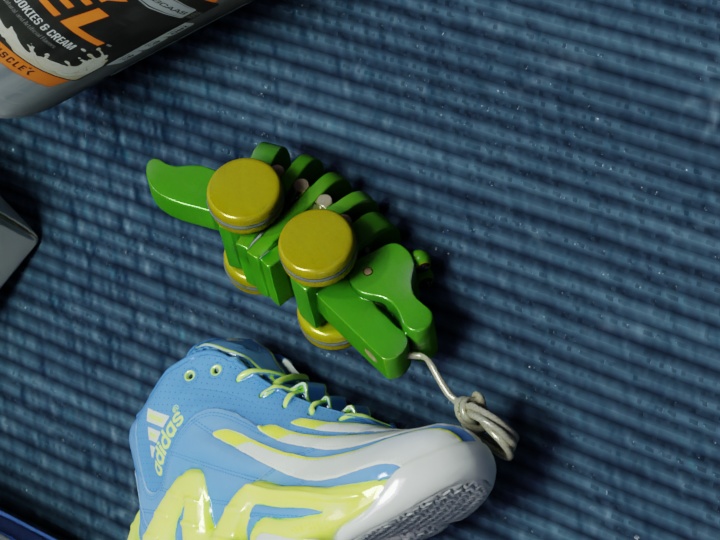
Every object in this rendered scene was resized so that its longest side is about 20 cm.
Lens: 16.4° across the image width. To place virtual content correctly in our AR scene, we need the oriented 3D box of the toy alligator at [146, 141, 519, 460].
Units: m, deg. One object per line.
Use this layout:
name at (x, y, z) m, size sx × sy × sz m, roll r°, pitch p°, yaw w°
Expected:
toy alligator at (0.000, 0.000, 0.977) m, size 0.200 × 0.059 × 0.054 m, roll 35°, pitch 69°, yaw 26°

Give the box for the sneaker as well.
sneaker at (-0.034, 0.068, 0.983) m, size 0.199 × 0.075 × 0.106 m, roll -24°, pitch 74°, yaw 42°

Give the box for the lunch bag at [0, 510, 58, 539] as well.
lunch bag at (-0.192, 0.171, 1.065) m, size 0.199 × 0.132 × 0.136 m, roll 26°, pitch 105°, yaw 11°

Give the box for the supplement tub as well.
supplement tub at (-0.097, -0.149, 1.002) m, size 0.199 × 0.122 × 0.123 m, roll -24°, pitch 77°, yaw 37°

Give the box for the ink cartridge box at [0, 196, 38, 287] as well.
ink cartridge box at (-0.265, -0.027, 1.143) m, size 0.200 × 0.083 × 0.145 m, roll 42°, pitch 96°, yaw 31°
